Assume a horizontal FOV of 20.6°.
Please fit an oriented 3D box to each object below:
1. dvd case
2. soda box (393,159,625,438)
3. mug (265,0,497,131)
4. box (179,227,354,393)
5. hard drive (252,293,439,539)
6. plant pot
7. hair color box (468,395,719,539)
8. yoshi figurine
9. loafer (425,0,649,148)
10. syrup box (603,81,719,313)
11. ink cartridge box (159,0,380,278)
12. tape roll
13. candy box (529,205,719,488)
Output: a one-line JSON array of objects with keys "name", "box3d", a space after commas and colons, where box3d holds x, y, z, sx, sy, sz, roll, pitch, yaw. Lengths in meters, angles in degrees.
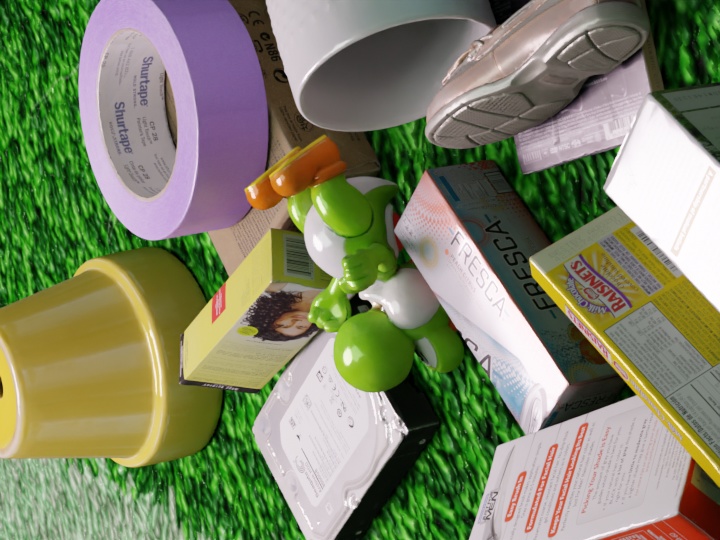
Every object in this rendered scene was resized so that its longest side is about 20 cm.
[{"name": "dvd case", "box3d": [0.135, -0.175, 1.319, 0.149, 0.016, 0.200, -15, 87, 57]}, {"name": "soda box", "box3d": [0.104, 0.018, 1.378, 0.200, 0.063, 0.068, 58, 141, 29]}, {"name": "mug", "box3d": [0.007, -0.199, 1.396, 0.200, 0.147, 0.176, 67, -175, -68]}, {"name": "box", "box3d": [-0.078, 0.036, 1.590, 0.200, 0.075, 0.050, 133, 140, -54]}, {"name": "hard drive", "box3d": [-0.018, 0.127, 1.615, 0.140, 0.038, 0.200, 61, 143, 26]}, {"name": "plant pot", "box3d": [-0.255, 0.091, 1.821, 0.201, 0.189, 0.201, 20, 115, 51]}, {"name": "hair color box", "box3d": [0.159, 0.146, 1.258, 0.200, 0.064, 0.111, -25, 35, 46]}, {"name": "yoshi figurine", "box3d": [-0.009, 0.009, 1.451, 0.112, 0.112, 0.200, -34, 99, 26]}, {"name": "loafer", "box3d": [0.113, -0.142, 1.297, 0.200, 0.072, 0.063, -31, 57, 49]}, {"name": "syrup box", "box3d": [0.239, -0.019, 1.151, 0.200, 0.079, 0.082, 52, 138, 34]}, {"name": "ink cartridge box", "box3d": [-0.082, -0.110, 1.607, 0.200, 0.075, 0.165, 63, 145, 21]}, {"name": "tape roll", "box3d": [-0.152, -0.127, 1.581, 0.200, 0.066, 0.200, 22, 118, 51]}, {"name": "candy box", "box3d": [0.200, 0.036, 1.208, 0.200, 0.102, 0.026, 51, 167, 36]}]
